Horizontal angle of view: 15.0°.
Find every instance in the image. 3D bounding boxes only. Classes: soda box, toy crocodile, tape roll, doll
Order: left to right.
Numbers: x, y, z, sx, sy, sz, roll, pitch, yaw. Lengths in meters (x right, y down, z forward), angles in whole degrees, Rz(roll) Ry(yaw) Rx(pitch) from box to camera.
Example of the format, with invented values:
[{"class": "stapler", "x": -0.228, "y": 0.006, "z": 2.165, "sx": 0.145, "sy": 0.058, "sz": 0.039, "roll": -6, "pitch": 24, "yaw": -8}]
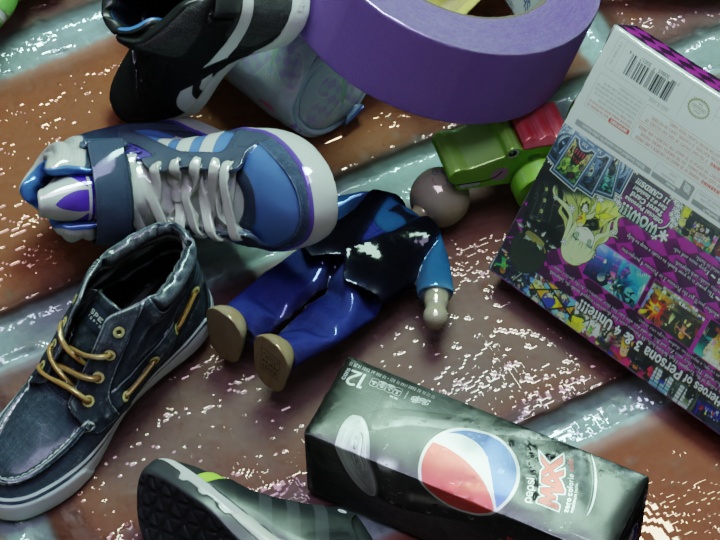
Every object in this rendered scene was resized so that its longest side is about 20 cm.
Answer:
[{"class": "doll", "x": 0.000, "y": 0.000, "z": 1.736, "sx": 0.136, "sy": 0.049, "sz": 0.200, "roll": 31, "pitch": 53, "yaw": 29}, {"class": "tape roll", "x": 0.052, "y": -0.188, "z": 1.762, "sx": 0.199, "sy": 0.066, "sz": 0.201, "roll": 12, "pitch": 45, "yaw": -13}, {"class": "soda box", "x": 0.068, "y": 0.127, "z": 1.626, "sx": 0.199, "sy": 0.071, "sz": 0.063, "roll": 21, "pitch": 57, "yaw": 15}, {"class": "toy crocodile", "x": 0.144, "y": -0.085, "z": 1.779, "sx": 0.199, "sy": 0.062, "sz": 0.068, "roll": -5, "pitch": 52, "yaw": -17}]

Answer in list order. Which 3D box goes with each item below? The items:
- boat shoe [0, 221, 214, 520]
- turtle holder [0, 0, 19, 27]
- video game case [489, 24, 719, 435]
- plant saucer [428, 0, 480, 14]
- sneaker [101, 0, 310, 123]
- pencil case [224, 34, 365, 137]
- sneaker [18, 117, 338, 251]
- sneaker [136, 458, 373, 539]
[{"class": "boat shoe", "x": -0.169, "y": 0.056, "z": 1.664, "sx": 0.071, "sy": 0.091, "sz": 0.200, "roll": 32, "pitch": 66, "yaw": 22}, {"class": "turtle holder", "x": -0.276, "y": -0.233, "z": 1.876, "sx": 0.131, "sy": 0.141, "sz": 0.187, "roll": -9, "pitch": 92, "yaw": 12}, {"class": "video game case", "x": 0.198, "y": -0.024, "z": 1.684, "sx": 0.200, "sy": 0.182, "sz": 0.036, "roll": 35, "pitch": 21, "yaw": 24}, {"class": "plant saucer", "x": 0.017, "y": -0.245, "z": 1.881, "sx": 0.199, "sy": 0.049, "sz": 0.200, "roll": 35, "pitch": 44, "yaw": 10}, {"class": "sneaker", "x": -0.132, "y": -0.152, "z": 1.748, "sx": 0.111, "sy": 0.200, "sz": 0.073, "roll": 3, "pitch": 68, "yaw": -39}, {"class": "pencil case", "x": -0.076, "y": -0.176, "z": 1.845, "sx": 0.200, "sy": 0.083, "sz": 0.091, "roll": 38, "pitch": 82, "yaw": 27}, {"class": "sneaker", "x": -0.125, "y": -0.043, "z": 1.704, "sx": 0.146, "sy": 0.081, "sz": 0.200, "roll": -18, "pitch": 23, "yaw": -35}, {"class": "sneaker", "x": -0.041, "y": 0.169, "z": 1.614, "sx": 0.199, "sy": 0.072, "sz": 0.083, "roll": 31, "pitch": 35, "yaw": 20}]
